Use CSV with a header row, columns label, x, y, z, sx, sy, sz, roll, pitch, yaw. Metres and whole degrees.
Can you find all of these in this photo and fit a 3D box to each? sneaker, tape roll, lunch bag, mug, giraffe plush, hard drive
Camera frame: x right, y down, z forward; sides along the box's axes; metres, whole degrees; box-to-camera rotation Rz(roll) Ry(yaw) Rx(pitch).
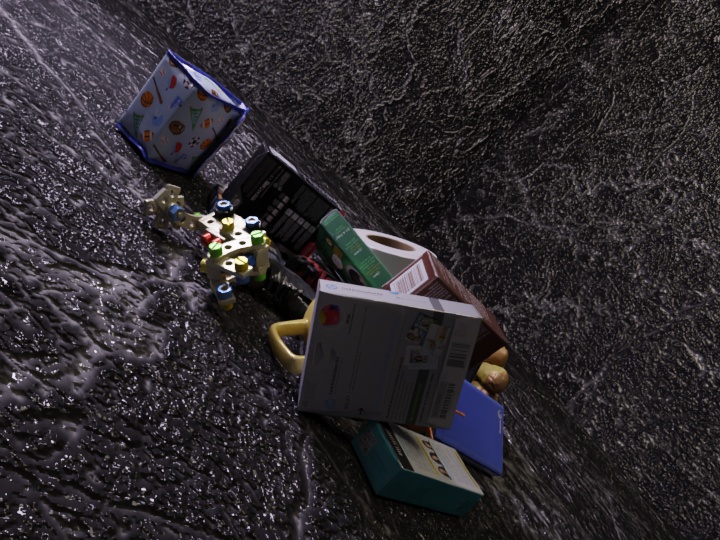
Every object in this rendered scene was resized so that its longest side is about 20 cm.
label,x,y,z,sx,sy,sz,roll,pitch,yaw
sneaker,-0.052,0.048,0.966,0.200,0.071,0.098,44,13,6
tape roll,0.045,0.010,1.086,0.198,0.142,0.203,15,13,-3
lunch bag,-0.309,-0.272,0.977,0.124,0.170,0.200,47,11,12
mug,-0.022,0.091,0.750,0.186,0.150,0.153,41,1,-42
giraffe plush,0.218,0.211,1.170,0.159,0.175,0.201,20,23,-5
sneaker,-0.106,0.042,0.829,0.104,0.060,0.199,44,7,29
hard drive,0.193,0.271,0.954,0.199,0.025,0.134,37,49,-31

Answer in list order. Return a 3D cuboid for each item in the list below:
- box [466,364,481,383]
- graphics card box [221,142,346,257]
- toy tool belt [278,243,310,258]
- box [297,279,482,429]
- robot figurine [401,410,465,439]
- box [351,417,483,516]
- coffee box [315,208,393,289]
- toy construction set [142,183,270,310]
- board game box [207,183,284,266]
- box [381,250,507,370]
label,x,y,z,sx,sy,sz,roll,pitch,yaw
box,0.132,0.155,0.994,0.199,0.159,0.051,40,-16,-19
graphics card box,-0.137,-0.120,0.959,0.199,0.126,0.051,34,15,-38
toy tool belt,-0.134,-0.089,1.134,0.201,0.122,0.125,-105,177,-64
box,0.032,0.105,0.639,0.195,0.159,0.041,8,18,-10
robot figurine,0.079,0.173,0.853,0.201,0.117,0.144,49,6,27
box,0.079,0.263,0.697,0.199,0.049,0.083,34,13,-40
coffee box,0.000,0.000,0.926,0.201,0.044,0.123,50,-17,8
toy construction set,-0.202,-0.041,0.727,0.199,0.093,0.131,39,48,17
board game box,-0.208,-0.070,0.945,0.135,0.035,0.201,37,13,-31
box,0.135,0.071,0.836,0.200,0.100,0.076,42,22,-29
